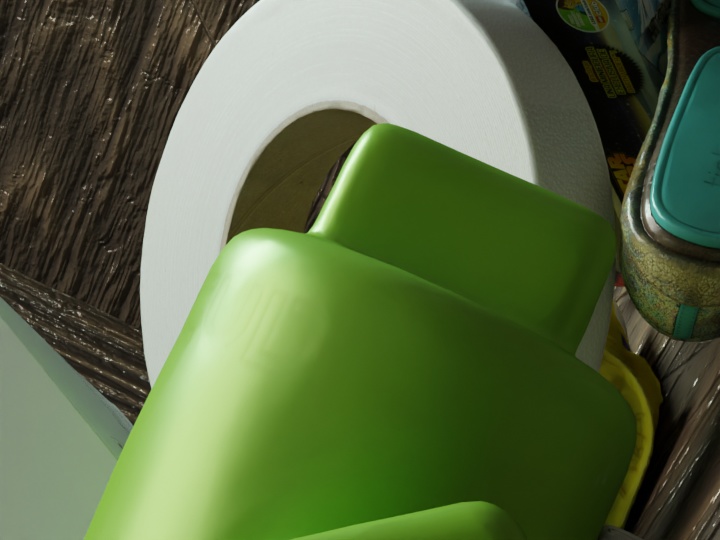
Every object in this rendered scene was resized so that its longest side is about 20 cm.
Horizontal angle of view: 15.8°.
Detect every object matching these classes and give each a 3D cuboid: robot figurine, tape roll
[{"bbox_3d":[-0.007,0.070,0.639,0.175,0.115,0.201,93,-158,-82],"label":"robot figurine"},{"bbox_3d":[0.000,0.000,0.862,0.202,0.037,0.204,-8,79,47],"label":"tape roll"}]

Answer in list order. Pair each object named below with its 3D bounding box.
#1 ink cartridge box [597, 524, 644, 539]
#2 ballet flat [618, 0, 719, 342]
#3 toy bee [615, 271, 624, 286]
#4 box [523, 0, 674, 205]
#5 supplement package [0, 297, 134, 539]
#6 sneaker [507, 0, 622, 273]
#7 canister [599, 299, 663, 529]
[{"bbox_3d":[0.027,0.178,0.703,0.176,0.045,0.201,122,173,-74],"label":"ink cartridge box"},{"bbox_3d":[0.127,-0.059,0.836,0.071,0.070,0.201,116,179,-54],"label":"ballet flat"},{"bbox_3d":[0.115,-0.100,1.171,0.131,0.108,0.201,112,-177,-69],"label":"toy bee"},{"bbox_3d":[0.101,-0.123,0.879,0.137,0.040,0.200,-62,-40,-31],"label":"box"},{"bbox_3d":[-0.134,0.128,0.824,0.191,0.147,0.200,-40,-18,-5],"label":"supplement package"},{"bbox_3d":[0.072,-0.057,0.955,0.200,0.082,0.075,46,-123,-50],"label":"sneaker"},{"bbox_3d":[0.049,0.074,0.978,0.200,0.086,0.149,-60,-6,-81],"label":"canister"}]
